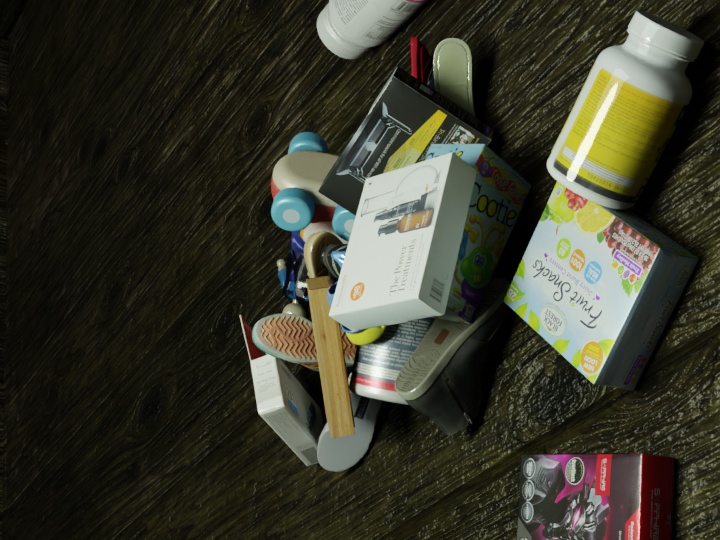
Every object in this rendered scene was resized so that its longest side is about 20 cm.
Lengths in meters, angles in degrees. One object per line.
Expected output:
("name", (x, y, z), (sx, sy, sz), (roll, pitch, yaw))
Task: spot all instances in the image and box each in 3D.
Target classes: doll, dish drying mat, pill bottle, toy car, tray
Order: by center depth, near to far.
("pill bottle", (0.294, -0.177, 1.349), (0.200, 0.112, 0.112), (-66, 33, 21))
("tray", (-0.040, 0.114, 1.647), (0.099, 0.037, 0.200), (-123, 24, -80))
("pill bottle", (0.059, 0.075, 1.651), (0.120, 0.119, 0.200), (8, 88, 59))
("dish drying mat", (0.090, -0.229, 1.757), (0.018, 0.077, 0.200), (-6, 71, 14))
("toy car", (-0.052, -0.071, 1.848), (0.184, 0.177, 0.200), (-80, -1, -52))
("pill bottle", (0.022, -0.415, 1.877), (0.200, 0.113, 0.114), (-35, 51, 49))
("doll", (-0.098, -0.008, 2.006), (0.136, 0.048, 0.200), (10, 95, 50))

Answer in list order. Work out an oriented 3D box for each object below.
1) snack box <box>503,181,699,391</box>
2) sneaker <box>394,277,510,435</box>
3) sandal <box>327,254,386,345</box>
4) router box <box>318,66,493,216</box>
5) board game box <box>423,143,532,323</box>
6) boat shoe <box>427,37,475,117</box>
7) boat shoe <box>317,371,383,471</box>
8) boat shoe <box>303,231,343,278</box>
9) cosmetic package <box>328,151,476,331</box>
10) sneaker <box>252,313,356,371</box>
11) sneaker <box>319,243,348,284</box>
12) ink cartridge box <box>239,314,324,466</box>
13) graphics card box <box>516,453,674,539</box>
("snack box", (0.264, 0.012, 1.381), (0.200, 0.068, 0.169), (50, 122, 54))
("sneaker", (0.139, 0.108, 1.566), (0.200, 0.106, 0.075), (-48, 32, -7))
("sandal", (0.014, -0.008, 1.580), (0.079, 0.087, 0.200), (4, 70, 40))
("router box", (0.060, -0.149, 1.663), (0.200, 0.157, 0.052), (-55, 6, 25))
("board game box", (0.114, -0.048, 1.547), (0.105, 0.103, 0.200), (8, 68, 52))
("boat shoe", (0.121, -0.222, 1.695), (0.066, 0.074, 0.200), (-77, -15, -75))
("boat shoe", (-0.007, 0.200, 1.785), (0.070, 0.071, 0.200), (-81, 11, -67))
("boat shoe", (-0.049, 0.012, 1.791), (0.064, 0.200, 0.071), (31, 64, 37))
("cosmetic package", (0.051, -0.033, 1.477), (0.151, 0.052, 0.200), (-16, 51, 46))
("sneaker", (-0.079, 0.113, 1.785), (0.080, 0.200, 0.071), (-29, 55, 50))
("sneaker", (0.000, 0.000, 1.728), (0.083, 0.200, 0.071), (23, 83, 24))
("ink cartridge box", (-0.112, 0.176, 1.844), (0.045, 0.200, 0.176), (-20, 55, 8))
("graphics card box", (0.252, 0.263, 1.337), (0.200, 0.051, 0.126), (-13, 70, 58))
